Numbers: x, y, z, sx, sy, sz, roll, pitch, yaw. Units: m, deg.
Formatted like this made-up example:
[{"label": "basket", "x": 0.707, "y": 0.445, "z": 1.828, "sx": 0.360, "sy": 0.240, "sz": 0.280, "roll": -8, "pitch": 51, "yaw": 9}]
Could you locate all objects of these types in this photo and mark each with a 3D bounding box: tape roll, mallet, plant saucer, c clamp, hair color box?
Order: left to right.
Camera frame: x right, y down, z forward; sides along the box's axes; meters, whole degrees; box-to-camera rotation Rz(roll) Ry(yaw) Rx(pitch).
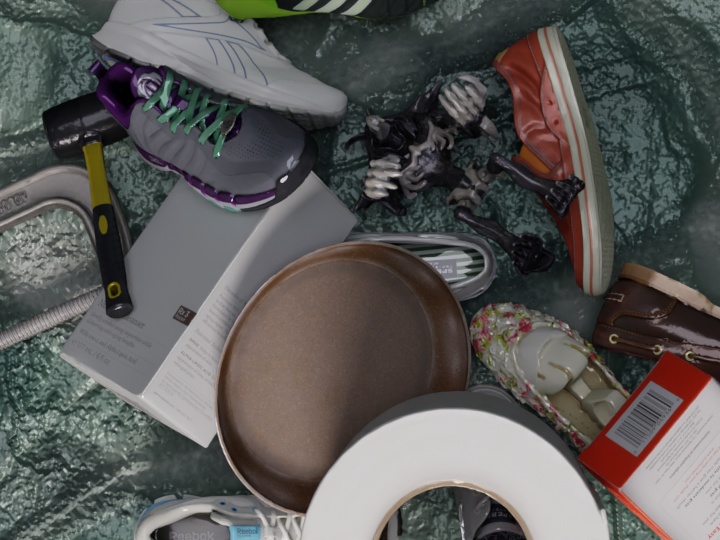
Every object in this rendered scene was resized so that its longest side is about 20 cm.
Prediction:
[{"label": "c clamp", "x": -0.236, "y": 0.012, "z": 1.380, "sx": 0.198, "sy": 0.027, "sz": 0.172, "roll": -19, "pitch": 84, "yaw": 0}, {"label": "mallet", "x": -0.196, "y": -0.047, "z": 1.337, "sx": 0.065, "sy": 0.041, "sz": 0.201, "roll": -11, "pitch": 54, "yaw": 7}, {"label": "plant saucer", "x": -0.015, "y": 0.074, "z": 1.298, "sx": 0.198, "sy": 0.032, "sz": 0.202, "roll": -8, "pitch": 107, "yaw": -26}, {"label": "tape roll", "x": 0.063, "y": 0.185, "z": 1.226, "sx": 0.200, "sy": 0.139, "sz": 0.205, "roll": 0, "pitch": 90, "yaw": 4}, {"label": "hair color box", "x": 0.251, "y": 0.157, "z": 1.279, "sx": 0.102, "sy": 0.061, "sz": 0.200, "roll": -48, "pitch": 118, "yaw": -4}]

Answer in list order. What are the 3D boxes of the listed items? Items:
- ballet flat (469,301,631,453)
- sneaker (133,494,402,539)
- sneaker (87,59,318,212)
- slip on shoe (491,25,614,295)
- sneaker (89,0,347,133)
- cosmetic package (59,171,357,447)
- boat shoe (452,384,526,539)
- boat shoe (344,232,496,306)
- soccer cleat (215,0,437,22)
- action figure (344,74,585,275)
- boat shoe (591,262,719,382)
[{"label": "ballet flat", "x": 0.165, "y": 0.088, "z": 1.336, "sx": 0.200, "sy": 0.064, "sz": 0.076, "roll": 41, "pitch": 69, "yaw": 5}, {"label": "sneaker", "x": -0.068, "y": 0.191, "z": 1.326, "sx": 0.198, "sy": 0.087, "sz": 0.076, "roll": -5, "pitch": 82, "yaw": 0}, {"label": "sneaker", "x": -0.116, "y": -0.099, "z": 1.278, "sx": 0.199, "sy": 0.087, "sz": 0.075, "roll": 16, "pitch": 70, "yaw": 47}, {"label": "slip on shoe", "x": 0.144, "y": -0.077, "z": 1.356, "sx": 0.061, "sy": 0.074, "sz": 0.202, "roll": -17, "pitch": 81, "yaw": 15}, {"label": "sneaker", "x": -0.098, "y": -0.163, "z": 1.372, "sx": 0.198, "sy": 0.075, "sz": 0.088, "roll": 23, "pitch": 80, "yaw": 3}, {"label": "cosmetic package", "x": -0.106, "y": 0.010, "z": 1.313, "sx": 0.112, "sy": 0.081, "sz": 0.201, "roll": 20, "pitch": 75, "yaw": 46}, {"label": "boat shoe", "x": 0.099, "y": 0.182, "z": 1.327, "sx": 0.071, "sy": 0.069, "sz": 0.202, "roll": -2, "pitch": 84, "yaw": 2}, {"label": "boat shoe", "x": 0.000, "y": 0.000, "z": 1.351, "sx": 0.198, "sy": 0.067, "sz": 0.074, "roll": -12, "pitch": 83, "yaw": 1}, {"label": "soccer cleat", "x": -0.012, "y": -0.224, "z": 1.348, "sx": 0.198, "sy": 0.081, "sz": 0.068, "roll": -8, "pitch": 62, "yaw": -16}, {"label": "action figure", "x": 0.059, "y": -0.078, "z": 1.314, "sx": 0.199, "sy": 0.102, "sz": 0.119, "roll": 29, "pitch": 78, "yaw": 31}, {"label": "boat shoe", "x": 0.264, "y": 0.066, "z": 1.333, "sx": 0.199, "sy": 0.070, "sz": 0.071, "roll": 23, "pitch": 78, "yaw": 13}]
